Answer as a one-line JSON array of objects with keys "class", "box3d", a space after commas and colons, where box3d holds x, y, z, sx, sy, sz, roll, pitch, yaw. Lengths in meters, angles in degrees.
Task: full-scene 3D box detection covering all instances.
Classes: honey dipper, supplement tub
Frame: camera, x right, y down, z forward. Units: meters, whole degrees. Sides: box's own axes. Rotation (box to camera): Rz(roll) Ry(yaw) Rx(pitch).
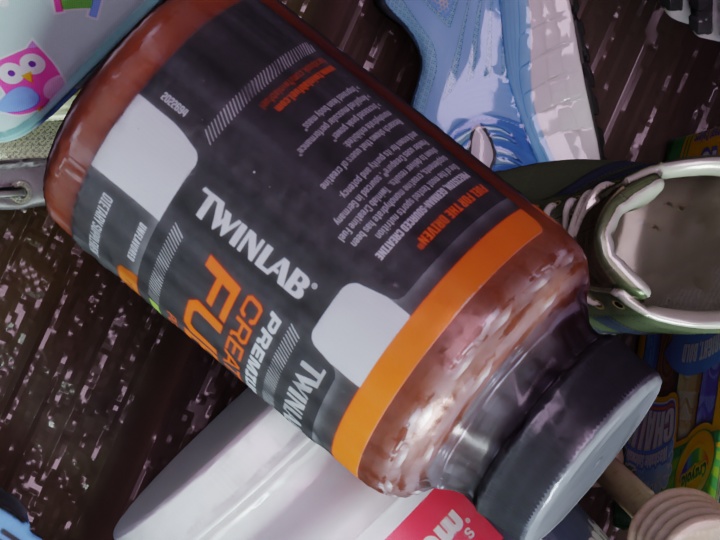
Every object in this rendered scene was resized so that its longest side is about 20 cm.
[{"class": "honey dipper", "box3d": [0.099, 0.085, 1.049, 0.038, 0.200, 0.038, -1, 97, -8]}, {"class": "supplement tub", "box3d": [0.000, 0.000, 0.964, 0.200, 0.107, 0.107, 39, 81, 13]}, {"class": "supplement tub", "box3d": [0.023, 0.126, 1.062, 0.140, 0.140, 0.200, -43, 95, -10]}]

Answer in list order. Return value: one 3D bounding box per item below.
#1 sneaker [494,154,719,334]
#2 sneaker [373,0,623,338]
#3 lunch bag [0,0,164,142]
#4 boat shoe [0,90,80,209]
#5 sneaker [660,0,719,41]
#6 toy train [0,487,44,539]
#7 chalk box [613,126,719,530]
[{"class": "sneaker", "box3d": [0.090, -0.011, 1.010, 0.199, 0.090, 0.067, 1, 83, 26]}, {"class": "sneaker", "box3d": [0.050, -0.027, 1.121, 0.090, 0.078, 0.201, -10, 85, 7]}, {"class": "lunch bag", "box3d": [-0.152, -0.144, 0.970, 0.200, 0.077, 0.160, 37, 125, -16]}, {"class": "boat shoe", "box3d": [-0.095, -0.046, 1.089, 0.199, 0.073, 0.065, 2, 107, -15]}, {"class": "sneaker", "box3d": [0.117, -0.154, 1.093, 0.081, 0.075, 0.200, -31, 57, -24]}, {"class": "toy train", "box3d": [-0.206, 0.082, 0.991, 0.200, 0.087, 0.114, 36, 79, -17]}, {"class": "chalk box", "box3d": [0.174, 0.053, 1.104, 0.124, 0.124, 0.201, 11, 87, -11]}]
